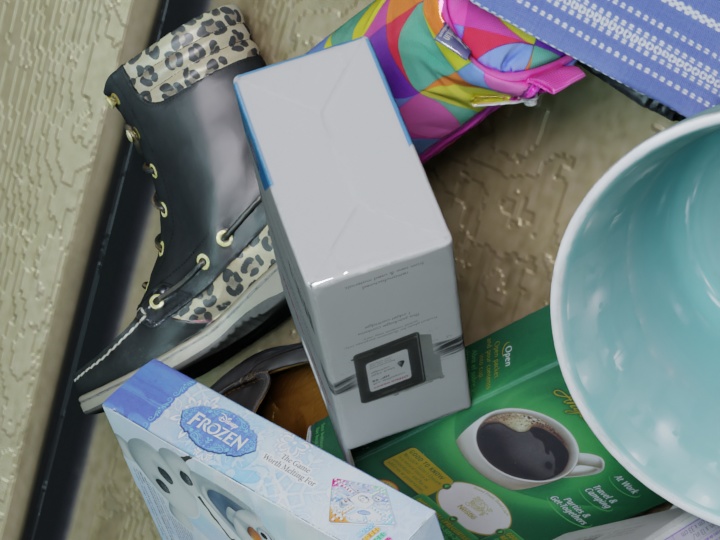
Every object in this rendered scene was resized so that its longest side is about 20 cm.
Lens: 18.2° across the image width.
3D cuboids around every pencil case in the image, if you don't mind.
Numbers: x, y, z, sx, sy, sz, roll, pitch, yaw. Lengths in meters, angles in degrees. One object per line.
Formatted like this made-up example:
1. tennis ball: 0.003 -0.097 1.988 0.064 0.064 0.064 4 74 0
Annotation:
1. pencil case: 0.029 -0.095 1.071 0.200 0.088 0.089 -26 88 61

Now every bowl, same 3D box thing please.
1. bowl: 0.188 0.003 0.935 0.199 0.105 0.202 9 120 16

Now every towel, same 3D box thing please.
1. towel: 0.136 -0.183 0.977 0.144 0.024 0.201 26 93 -8

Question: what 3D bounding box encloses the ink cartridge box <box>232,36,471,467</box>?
1. ink cartridge box: 0.000 0.000 1.038 0.066 0.200 0.116 -19 61 -5

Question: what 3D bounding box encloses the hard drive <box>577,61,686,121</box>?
1. hard drive: 0.177 -0.167 1.050 0.139 0.038 0.201 34 115 17

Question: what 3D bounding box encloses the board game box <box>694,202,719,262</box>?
1. board game box: 0.235 -0.008 0.996 0.200 0.034 0.135 -33 103 31

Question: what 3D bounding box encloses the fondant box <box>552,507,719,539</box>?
1. fondant box: 0.153 0.214 1.034 0.201 0.058 0.144 62 154 1

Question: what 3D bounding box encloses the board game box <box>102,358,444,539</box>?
1. board game box: -0.024 0.159 1.135 0.198 0.043 0.201 26 147 38

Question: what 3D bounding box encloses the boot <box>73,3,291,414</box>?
1. boot: -0.099 -0.029 1.203 0.203 0.073 0.154 -34 82 22

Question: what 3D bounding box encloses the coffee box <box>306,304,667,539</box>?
1. coffee box: 0.085 0.085 1.113 0.199 0.044 0.123 -29 127 30

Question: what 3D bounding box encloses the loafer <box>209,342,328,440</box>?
1. loafer: -0.042 0.075 1.194 0.200 0.072 0.073 -33 84 29

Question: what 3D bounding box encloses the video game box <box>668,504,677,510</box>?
1. video game box: 0.267 0.175 1.072 0.181 0.047 0.201 -24 89 26

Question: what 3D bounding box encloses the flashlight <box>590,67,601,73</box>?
1. flashlight: 0.125 -0.191 1.013 0.068 0.068 0.201 -5 100 23
